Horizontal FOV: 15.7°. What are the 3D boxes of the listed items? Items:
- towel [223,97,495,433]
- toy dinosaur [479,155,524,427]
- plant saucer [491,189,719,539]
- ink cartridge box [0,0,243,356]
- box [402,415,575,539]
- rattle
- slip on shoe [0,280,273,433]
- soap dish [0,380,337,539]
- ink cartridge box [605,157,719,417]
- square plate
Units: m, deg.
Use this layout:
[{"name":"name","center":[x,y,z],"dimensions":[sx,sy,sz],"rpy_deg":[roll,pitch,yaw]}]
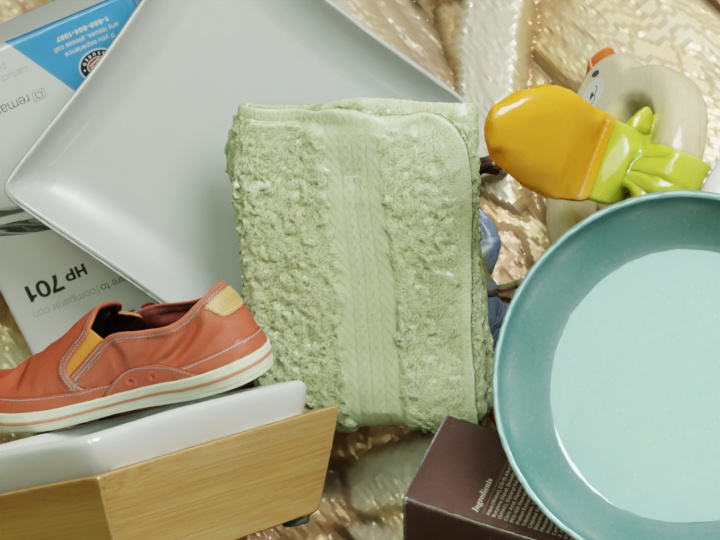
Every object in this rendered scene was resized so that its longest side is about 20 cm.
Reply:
[{"name":"towel","center":[0.000,0.000,1.466],"dimensions":[0.148,0.037,0.201],"rpy_deg":[-1,109,10]},{"name":"toy dinosaur","center":[0.071,0.022,1.549],"dimensions":[0.200,0.105,0.182],"rpy_deg":[-14,76,43]},{"name":"plant saucer","center":[0.170,0.059,1.382],"dimensions":[0.199,0.036,0.201],"rpy_deg":[-3,80,17]},{"name":"ink cartridge box","center":[-0.159,-0.055,1.543],"dimensions":[0.146,0.086,0.201],"rpy_deg":[-23,106,4]},{"name":"box","center":[0.126,0.162,1.449],"dimensions":[0.199,0.100,0.075],"rpy_deg":[15,48,15]},{"name":"rattle","center":[0.107,-0.088,1.478],"dimensions":[0.142,0.130,0.200],"rpy_deg":[9,36,-16]},{"name":"slip on shoe","center":[-0.145,0.048,1.481],"dimensions":[0.199,0.074,0.061],"rpy_deg":[-13,104,25]},{"name":"soap dish","center":[-0.127,0.121,1.426],"dimensions":[0.157,0.200,0.082],"rpy_deg":[-13,90,38]},{"name":"ink cartridge box","center":[0.233,0.028,1.464],"dimensions":[0.128,0.125,0.200],"rpy_deg":[30,82,20]},{"name":"square plate","center":[-0.070,-0.071,1.491],"dimensions":[0.198,0.028,0.200],"rpy_deg":[36,91,-18]}]
